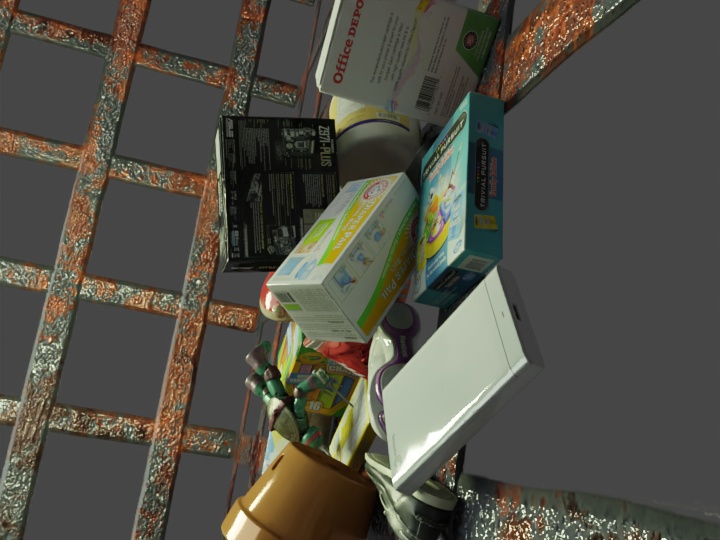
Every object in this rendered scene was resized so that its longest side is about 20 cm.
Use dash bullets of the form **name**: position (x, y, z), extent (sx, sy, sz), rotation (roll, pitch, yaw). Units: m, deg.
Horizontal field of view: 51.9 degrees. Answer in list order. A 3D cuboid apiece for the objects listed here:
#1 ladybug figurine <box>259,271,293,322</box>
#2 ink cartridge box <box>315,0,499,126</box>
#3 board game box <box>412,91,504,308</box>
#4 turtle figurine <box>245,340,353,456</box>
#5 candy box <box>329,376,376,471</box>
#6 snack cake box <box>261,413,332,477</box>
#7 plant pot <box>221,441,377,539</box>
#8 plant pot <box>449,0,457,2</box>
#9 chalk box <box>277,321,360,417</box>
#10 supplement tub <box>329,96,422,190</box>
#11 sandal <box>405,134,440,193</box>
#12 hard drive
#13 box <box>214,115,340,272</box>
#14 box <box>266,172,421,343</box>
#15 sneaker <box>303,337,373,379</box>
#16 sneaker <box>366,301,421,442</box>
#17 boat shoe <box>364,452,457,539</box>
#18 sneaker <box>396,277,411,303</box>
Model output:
- **ladybug figurine**: position (-0.088, 0.016, 1.165), extent (0.200, 0.134, 0.073), rotation (-52, -42, -61)
- **ink cartridge box**: position (0.054, -0.281, 0.946), extent (0.084, 0.198, 0.146), rotation (-107, 32, -63)
- **board game box**: position (0.112, -0.078, 0.857), extent (0.151, 0.046, 0.202), rotation (127, 152, -61)
- **turtle figurine**: position (-0.098, 0.206, 1.120), extent (0.200, 0.100, 0.151), rotation (42, 125, 26)
- **candy box**: position (-0.010, 0.253, 1.130), extent (0.103, 0.026, 0.201), rotation (-97, 23, -48)
- **snack cake box**: position (-0.113, 0.330, 1.294), extent (0.115, 0.067, 0.202), rotation (38, -122, -64)
- **plant pot**: position (-0.067, 0.324, 0.992), extent (0.141, 0.199, 0.200), rotation (-63, 12, -6)
- **plant pot**: position (0.070, -0.427, 1.115), extent (0.200, 0.185, 0.189), rotation (97, -179, -70)
- **chalk box**: position (-0.056, 0.126, 1.223), extent (0.125, 0.123, 0.201), rotation (-96, 22, -52)
- **supplement tub**: position (0.022, -0.214, 1.144), extent (0.201, 0.144, 0.146), rotation (-91, 18, -45)
- **sandal**: position (0.062, -0.116, 1.040), extent (0.048, 0.075, 0.201), rotation (46, 131, 18)
- **hard drive**: position (0.090, 0.107, 0.719), extent (0.200, 0.027, 0.133), rotation (-53, 25, 30)
- **box**: position (-0.114, -0.104, 1.025), extent (0.086, 0.162, 0.202), rotation (147, 120, -72)
- **box**: position (-0.004, -0.018, 0.932), extent (0.112, 0.102, 0.201), rotation (-3, 42, 46)
- **sneaker**: position (0.004, 0.092, 1.046), extent (0.079, 0.115, 0.200), rotation (-62, 13, -22)
- **sneaker**: position (0.045, 0.137, 0.932), extent (0.201, 0.074, 0.100), rotation (-82, 2, -46)
- **boat shoe**: position (0.041, 0.247, 0.814), extent (0.200, 0.071, 0.068), rotation (-173, 99, -75)
- **sneaker**: position (0.000, 0.000, 1.119), extent (0.200, 0.111, 0.078), rotation (-157, 80, -77)
